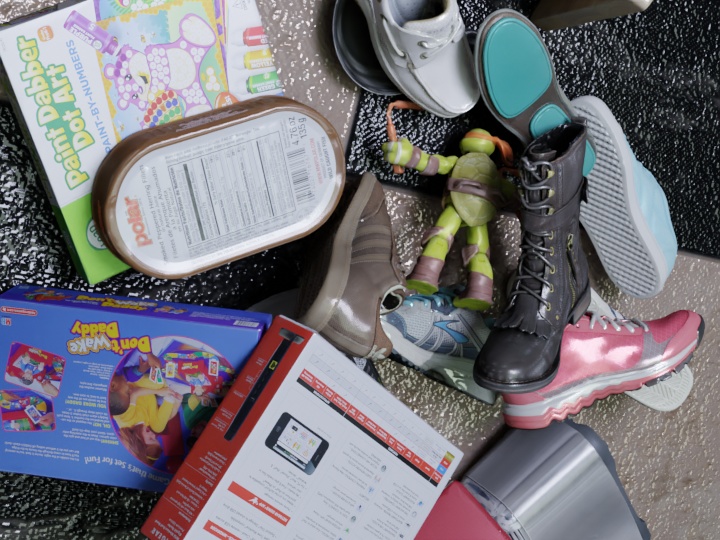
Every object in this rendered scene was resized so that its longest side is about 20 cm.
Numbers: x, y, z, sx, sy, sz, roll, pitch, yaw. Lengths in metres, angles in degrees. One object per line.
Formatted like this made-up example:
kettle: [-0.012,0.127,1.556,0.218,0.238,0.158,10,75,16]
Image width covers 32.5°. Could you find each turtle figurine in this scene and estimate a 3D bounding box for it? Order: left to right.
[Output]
turtle figurine: [0.098,-0.052,1.048,0.199,0.064,0.163,21,73,-35]

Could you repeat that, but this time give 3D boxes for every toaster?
toaster: [0.176,0.222,1.159,0.129,0.113,0.201,-38,121,-15]

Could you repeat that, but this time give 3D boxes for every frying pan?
frying pan: [0.056,-0.214,1.026,0.189,0.031,0.116,-20,114,-25]

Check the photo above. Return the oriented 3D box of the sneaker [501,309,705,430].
sneaker: [0.208,0.066,1.085,0.199,0.074,0.087,-23,100,-5]

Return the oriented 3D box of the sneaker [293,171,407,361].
sneaker: [0.000,0.000,0.973,0.075,0.201,0.070,35,125,-13]

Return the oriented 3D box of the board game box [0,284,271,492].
board game box: [-0.171,0.091,0.921,0.198,0.045,0.136,7,103,6]

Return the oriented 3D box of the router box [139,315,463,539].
router box: [-0.035,0.160,0.907,0.200,0.049,0.180,42,76,-39]

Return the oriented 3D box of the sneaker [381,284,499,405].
sneaker: [0.058,0.045,1.082,0.199,0.077,0.087,29,83,-40]

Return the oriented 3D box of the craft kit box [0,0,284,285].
craft kit box: [-0.155,-0.120,0.935,0.196,0.048,0.202,-25,114,-17]

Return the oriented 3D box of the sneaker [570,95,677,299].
sneaker: [0.241,-0.077,1.152,0.082,0.073,0.201,-43,118,-46]

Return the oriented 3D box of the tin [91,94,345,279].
tin: [-0.103,-0.064,0.933,0.199,0.042,0.113,-20,108,-21]

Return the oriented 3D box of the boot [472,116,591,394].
boot: [0.140,-0.016,0.999,0.200,0.069,0.175,-50,143,-48]

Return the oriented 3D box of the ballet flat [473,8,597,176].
ballet flat: [0.137,-0.147,1.041,0.067,0.064,0.200,-39,131,1]

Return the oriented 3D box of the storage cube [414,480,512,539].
storage cube: [0.074,0.319,1.060,0.200,0.180,0.171,-39,162,-12]

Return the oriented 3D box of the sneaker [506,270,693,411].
sneaker: [0.218,0.061,1.172,0.199,0.085,0.075,37,96,-6]

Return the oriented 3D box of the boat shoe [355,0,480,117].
boat shoe: [0.046,-0.196,0.969,0.071,0.069,0.200,-46,123,-13]

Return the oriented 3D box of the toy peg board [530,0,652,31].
toy peg board: [0.198,-0.310,0.991,0.097,0.199,0.201,31,88,-15]

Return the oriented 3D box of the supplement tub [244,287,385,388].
supplement tub: [-0.032,0.125,1.019,0.122,0.122,0.201,-33,115,-16]
